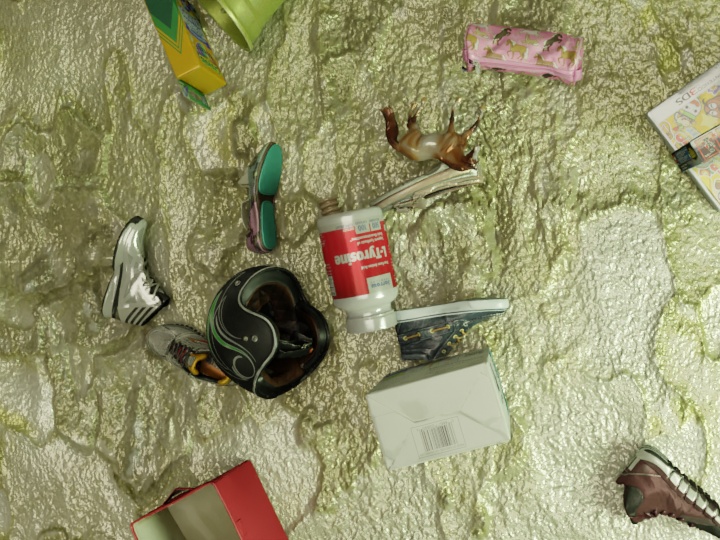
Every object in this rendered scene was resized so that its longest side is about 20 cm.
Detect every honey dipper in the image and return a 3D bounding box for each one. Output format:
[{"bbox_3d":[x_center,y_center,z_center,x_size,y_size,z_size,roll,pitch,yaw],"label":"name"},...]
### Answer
[{"bbox_3d":[-0.026,-0.032,1.388,0.038,0.038,0.201,-20,88,11],"label":"honey dipper"}]

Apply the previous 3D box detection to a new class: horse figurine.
[{"bbox_3d":[0.120,-0.227,1.324,0.199,0.050,0.133,9,74,27],"label":"horse figurine"}]

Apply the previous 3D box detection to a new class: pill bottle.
[{"bbox_3d":[0.000,0.000,1.318,0.112,0.112,0.201,-12,93,11],"label":"pill bottle"}]

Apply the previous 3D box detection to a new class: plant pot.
[{"bbox_3d":[-0.190,-0.515,1.361,0.184,0.200,0.200,-42,82,-4],"label":"plant pot"}]

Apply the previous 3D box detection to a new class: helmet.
[{"bbox_3d":[-0.167,0.097,1.337,0.200,0.200,0.191,-46,61,8],"label":"helmet"}]

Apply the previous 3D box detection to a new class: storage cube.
[{"bbox_3d":[-0.251,0.452,1.354,0.171,0.180,0.200,-29,83,10],"label":"storage cube"}]

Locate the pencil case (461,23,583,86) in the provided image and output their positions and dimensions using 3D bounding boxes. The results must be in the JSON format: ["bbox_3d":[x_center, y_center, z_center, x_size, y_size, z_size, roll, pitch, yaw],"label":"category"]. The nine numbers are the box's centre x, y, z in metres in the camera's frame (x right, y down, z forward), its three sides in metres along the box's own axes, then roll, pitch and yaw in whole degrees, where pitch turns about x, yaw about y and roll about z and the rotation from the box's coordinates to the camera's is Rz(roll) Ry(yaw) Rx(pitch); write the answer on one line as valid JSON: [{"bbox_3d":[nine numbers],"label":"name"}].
[{"bbox_3d":[0.269,-0.358,1.307,0.199,0.083,0.087,9,91,11],"label":"pencil case"}]

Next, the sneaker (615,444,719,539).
[{"bbox_3d":[0.497,0.385,1.264,0.200,0.076,0.116,44,103,19],"label":"sneaker"}]

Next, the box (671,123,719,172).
[{"bbox_3d":[0.581,-0.220,1.191,0.200,0.137,0.040,-30,86,9],"label":"box"}]

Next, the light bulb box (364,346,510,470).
[{"bbox_3d":[0.131,0.215,1.268,0.198,0.200,0.125,-16,88,11],"label":"light bulb box"}]

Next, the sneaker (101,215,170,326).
[{"bbox_3d":[-0.395,0.007,1.452,0.115,0.076,0.201,17,101,2],"label":"sneaker"}]

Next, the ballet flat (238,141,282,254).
[{"bbox_3d":[-0.184,-0.130,1.410,0.071,0.069,0.201,2,90,31],"label":"ballet flat"}]

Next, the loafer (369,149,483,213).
[{"bbox_3d":[0.114,-0.135,1.345,0.200,0.072,0.063,-28,91,7],"label":"loafer"}]

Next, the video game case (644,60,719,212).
[{"bbox_3d":[0.594,-0.227,1.269,0.182,0.023,0.200,-36,83,9],"label":"video game case"}]

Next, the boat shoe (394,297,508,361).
[{"bbox_3d":[0.157,0.099,1.335,0.200,0.071,0.091,-10,89,18],"label":"boat shoe"}]

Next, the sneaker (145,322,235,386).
[{"bbox_3d":[-0.298,0.149,1.416,0.199,0.082,0.078,20,93,12],"label":"sneaker"}]

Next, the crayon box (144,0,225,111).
[{"bbox_3d":[-0.306,-0.395,1.401,0.051,0.126,0.201,-23,85,10],"label":"crayon box"}]
